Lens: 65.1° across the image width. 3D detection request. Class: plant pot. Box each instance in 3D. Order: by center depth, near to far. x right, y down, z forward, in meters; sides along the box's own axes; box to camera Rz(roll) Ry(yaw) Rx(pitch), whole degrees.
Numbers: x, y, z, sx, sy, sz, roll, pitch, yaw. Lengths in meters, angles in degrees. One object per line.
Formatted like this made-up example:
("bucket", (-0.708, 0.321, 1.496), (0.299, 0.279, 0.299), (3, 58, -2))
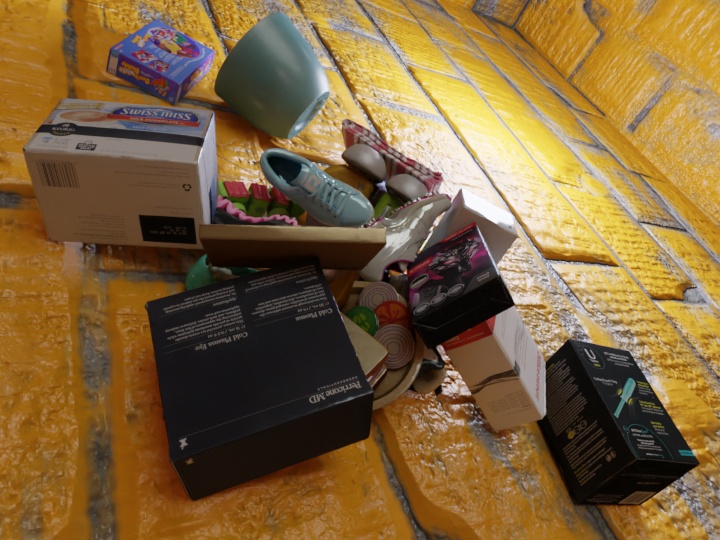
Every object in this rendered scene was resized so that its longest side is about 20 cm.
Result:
("plant pot", (-0.155, -0.355, 1.089), (0.161, 0.200, 0.201), (45, 36, -4))

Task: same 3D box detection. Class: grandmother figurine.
("grandmother figurine", (0.000, 0.000, 0.870), (0.197, 0.123, 0.061), (25, 9, -11))

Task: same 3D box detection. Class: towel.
("towel", (0.053, -0.187, 0.998), (0.198, 0.030, 0.146), (35, -8, 5))

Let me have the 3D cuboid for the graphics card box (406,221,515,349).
("graphics card box", (0.127, 0.013, 0.768), (0.051, 0.124, 0.201), (56, 16, -20))

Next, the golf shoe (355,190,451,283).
("golf shoe", (0.064, -0.050, 0.843), (0.197, 0.075, 0.093), (-29, 92, -21))

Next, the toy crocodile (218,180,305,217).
("toy crocodile", (-0.170, -0.112, 0.898), (0.196, 0.062, 0.068), (3, 45, -34))

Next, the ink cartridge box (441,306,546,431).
("ink cartridge box", (0.192, 0.107, 0.833), (0.202, 0.082, 0.147), (57, 29, -15))

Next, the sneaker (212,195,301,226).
("sneaker", (-0.163, -0.038, 0.785), (0.196, 0.081, 0.096), (16, 34, 17))

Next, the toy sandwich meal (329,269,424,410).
("toy sandwich meal", (-0.013, 0.089, 0.722), (0.200, 0.071, 0.209), (-2, 57, 3))

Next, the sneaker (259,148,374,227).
("sneaker", (-0.071, -0.121, 0.855), (0.197, 0.075, 0.082), (26, 0, 5))

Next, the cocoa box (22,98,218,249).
("cocoa box", (-0.288, -0.123, 0.717), (0.195, 0.135, 0.133), (3, 41, -6))

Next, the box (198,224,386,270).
("box", (-0.079, -0.025, 0.657), (0.195, 0.163, 0.022), (2, 80, -10))

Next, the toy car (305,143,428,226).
("toy car", (0.011, -0.097, 0.966), (0.198, 0.177, 0.150), (33, -1, 2))

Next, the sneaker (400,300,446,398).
("sneaker", (0.090, 0.116, 0.821), (0.197, 0.080, 0.130), (-19, 61, -48))

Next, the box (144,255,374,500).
("box", (-0.108, 0.107, 0.600), (0.196, 0.105, 0.184), (-15, 52, -14))

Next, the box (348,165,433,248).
("box", (0.044, -0.119, 1.069), (0.198, 0.065, 0.070), (32, 35, -1))

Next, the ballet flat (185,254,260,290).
("ballet flat", (-0.134, 0.023, 0.764), (0.196, 0.071, 0.068), (14, 39, -25))

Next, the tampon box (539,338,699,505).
("tampon box", (0.372, 0.231, 0.862), (0.147, 0.127, 0.202), (13, 39, -26))

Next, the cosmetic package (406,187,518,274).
("cosmetic package", (0.154, -0.017, 0.915), (0.100, 0.202, 0.072), (25, 31, -11))

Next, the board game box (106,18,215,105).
("board game box", (-0.380, -0.408, 1.094), (0.132, 0.045, 0.202), (26, 37, -10))
